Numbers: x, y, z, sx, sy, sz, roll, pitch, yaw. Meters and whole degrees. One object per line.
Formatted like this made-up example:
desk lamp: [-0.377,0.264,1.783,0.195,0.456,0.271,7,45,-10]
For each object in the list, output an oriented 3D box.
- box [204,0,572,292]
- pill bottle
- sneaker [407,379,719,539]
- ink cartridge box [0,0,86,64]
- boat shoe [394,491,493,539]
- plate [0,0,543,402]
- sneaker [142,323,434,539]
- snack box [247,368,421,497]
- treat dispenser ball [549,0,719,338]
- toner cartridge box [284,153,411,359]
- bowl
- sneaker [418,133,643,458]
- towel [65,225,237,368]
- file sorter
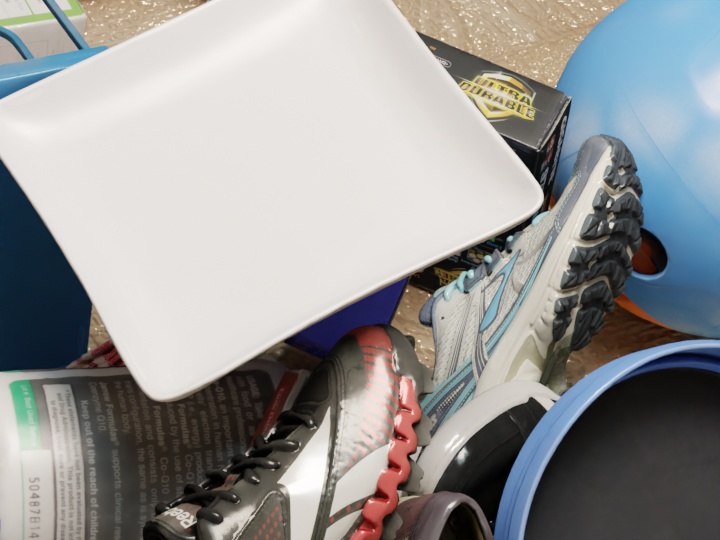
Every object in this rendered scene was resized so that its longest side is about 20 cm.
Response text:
box: [0.007,-0.069,1.441,0.200,0.159,0.046,23,56,12]
pill bottle: [-0.084,0.101,1.268,0.199,0.113,0.113,-2,44,-16]
sneaker: [0.115,0.111,1.290,0.112,0.073,0.200,36,19,27]
ink cartridge box: [-0.255,-0.102,1.454,0.200,0.104,0.059,-12,47,-25]
boat shoe: [0.038,0.195,1.173,0.072,0.065,0.201,3,74,-25]
plate: [-0.047,-0.044,1.211,0.200,0.032,0.200,-27,53,-12]
sneaker: [-0.038,0.105,1.154,0.098,0.071,0.201,30,74,-21]
snack box: [-0.042,0.149,1.201,0.072,0.024,0.200,31,72,-18]
treat dispenser ball: [0.200,-0.064,1.458,0.200,0.201,0.201,7,42,-7]
toner cartridge box: [0.000,0.000,1.329,0.043,0.095,0.200,25,-3,-1]
bowl: [0.152,0.131,1.254,0.200,0.201,0.039,-10,10,-24]
sneaker: [0.076,0.016,1.363,0.086,0.200,0.078,25,0,27]
towel: [-0.080,-0.002,1.331,0.030,0.200,0.146,48,43,-4]
file sorter: [-0.217,-0.046,1.334,0.138,0.200,0.123,-13,44,-27]
